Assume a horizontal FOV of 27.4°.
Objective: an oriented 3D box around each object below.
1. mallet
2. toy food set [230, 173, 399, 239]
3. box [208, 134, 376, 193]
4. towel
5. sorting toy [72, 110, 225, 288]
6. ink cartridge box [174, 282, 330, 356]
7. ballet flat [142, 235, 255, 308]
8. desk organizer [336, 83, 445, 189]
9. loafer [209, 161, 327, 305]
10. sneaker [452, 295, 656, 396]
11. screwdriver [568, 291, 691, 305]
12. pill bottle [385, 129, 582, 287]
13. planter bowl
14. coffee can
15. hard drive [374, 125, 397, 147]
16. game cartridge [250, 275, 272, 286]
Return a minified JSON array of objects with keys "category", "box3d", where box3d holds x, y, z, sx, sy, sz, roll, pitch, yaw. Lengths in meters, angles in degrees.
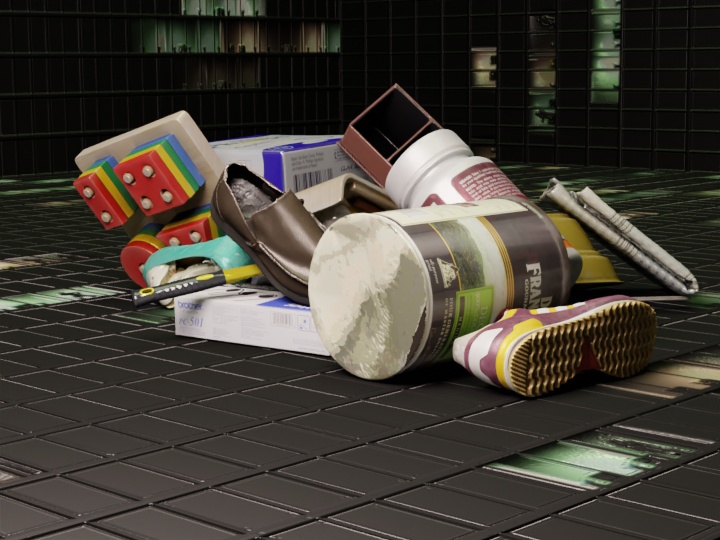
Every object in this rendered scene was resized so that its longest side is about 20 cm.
[{"category":"mallet","box3d":[-0.130,-0.002,1.467,0.199,0.041,0.066,-8,47,-10]},{"category":"toy food set","box3d":[-0.026,-0.038,1.614,0.143,0.061,0.200,-20,-23,28]},{"category":"box","box3d":[-0.111,-0.108,1.821,0.200,0.105,0.184,3,11,37]},{"category":"towel","box3d":[0.294,-0.042,1.696,0.200,0.035,0.193,36,4,2]},{"category":"sorting toy","box3d":[-0.230,-0.064,1.724,0.200,0.199,0.070,-14,28,42]},{"category":"ink cartridge box","box3d":[-0.082,0.046,1.473,0.199,0.044,0.094,5,12,36]},{"category":"ballet flat","box3d":[-0.195,0.006,1.657,0.200,0.067,0.070,-16,25,43]},{"category":"desk organizer","box3d":[0.073,-0.120,1.726,0.200,0.077,0.072,45,46,17]},{"category":"loafer","box3d":[-0.077,-0.037,1.427,0.200,0.071,0.073,35,59,28]},{"category":"sneaker","box3d":[0.172,0.056,1.278,0.200,0.075,0.090,-6,15,-41]},{"category":"screwdriver","box3d":[0.267,0.030,1.613,0.199,0.028,0.029,-5,49,-15]},{"category":"pill bottle","box3d":[0.122,-0.043,1.505,0.114,0.114,0.200,-10,53,-50]},{"category":"planter bowl","box3d":[0.190,-0.018,1.641,0.200,0.084,0.200,-4,-4,0]},{"category":"coffee can","box3d":[0.073,0.012,1.340,0.200,0.147,0.146,-9,12,-44]},{"category":"hard drive","box3d":[0.066,-0.106,1.885,0.132,0.025,0.200,39,-19,13]},{"category":"game cartridge","box3d":[-0.014,0.009,1.579,0.199,0.039,0.130,3,-18,-8]}]
